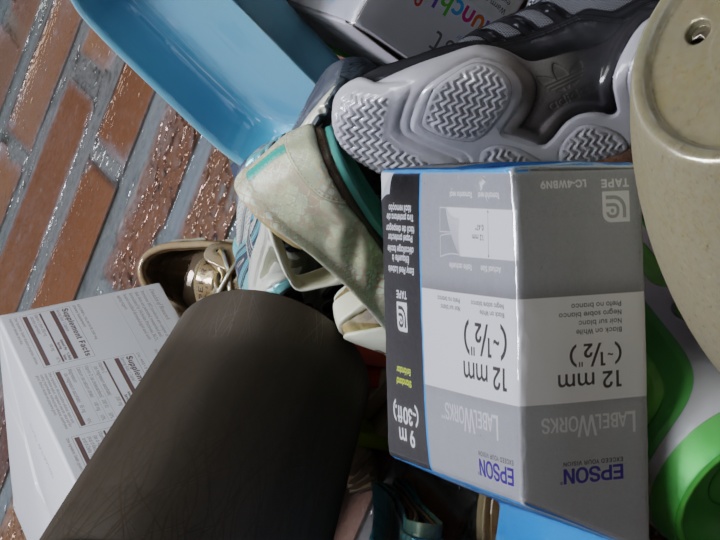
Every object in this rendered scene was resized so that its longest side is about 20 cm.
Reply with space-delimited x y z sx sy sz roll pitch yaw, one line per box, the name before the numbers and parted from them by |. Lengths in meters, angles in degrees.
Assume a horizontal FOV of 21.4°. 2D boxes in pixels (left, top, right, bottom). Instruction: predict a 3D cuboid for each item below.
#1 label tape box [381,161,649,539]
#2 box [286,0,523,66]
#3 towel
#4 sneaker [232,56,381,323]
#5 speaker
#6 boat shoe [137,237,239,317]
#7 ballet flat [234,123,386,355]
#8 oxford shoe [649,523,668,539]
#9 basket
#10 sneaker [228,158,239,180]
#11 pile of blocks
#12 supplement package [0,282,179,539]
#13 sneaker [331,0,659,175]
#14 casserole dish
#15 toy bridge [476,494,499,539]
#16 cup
label tape box | 0.064 0.054 0.828 0.143 0.066 0.202 -173 82 -68
box | 0.018 -0.209 1.076 0.200 0.096 0.177 27 89 55
towel | 0.001 0.215 0.995 0.147 0.022 0.202 -155 79 -83
sneaker | -0.036 -0.046 1.020 0.087 0.077 0.201 60 146 32
speaker | 0.128 0.038 0.868 0.089 0.088 0.200 -59 37 23
boat shoe | -0.076 0.017 1.190 0.199 0.064 0.072 6 84 56
ballet flat | 0.000 0.000 0.971 0.062 0.200 0.068 -28 41 10
oxford shoe | 0.130 0.141 0.841 0.200 0.071 0.072 31 105 57
basket | -0.073 0.119 0.957 0.135 0.181 0.201 1 42 20
sneaker | -0.014 -0.070 1.143 0.199 0.067 0.091 10 106 48
pile of blocks | -0.030 0.087 1.101 0.200 0.062 0.083 -28 56 49
supplement package | -0.139 0.132 1.153 0.200 0.110 0.157 -127 32 -50
sneaker | 0.080 -0.107 0.925 0.076 0.198 0.114 83 177 -46
casserole dish | -0.071 -0.121 1.043 0.121 0.200 0.039 -6 50 47
toy bridge | 0.048 0.189 0.980 0.067 0.027 0.202 21 96 56
cup | 0.181 -0.052 0.720 0.199 0.143 0.202 -24 49 30
